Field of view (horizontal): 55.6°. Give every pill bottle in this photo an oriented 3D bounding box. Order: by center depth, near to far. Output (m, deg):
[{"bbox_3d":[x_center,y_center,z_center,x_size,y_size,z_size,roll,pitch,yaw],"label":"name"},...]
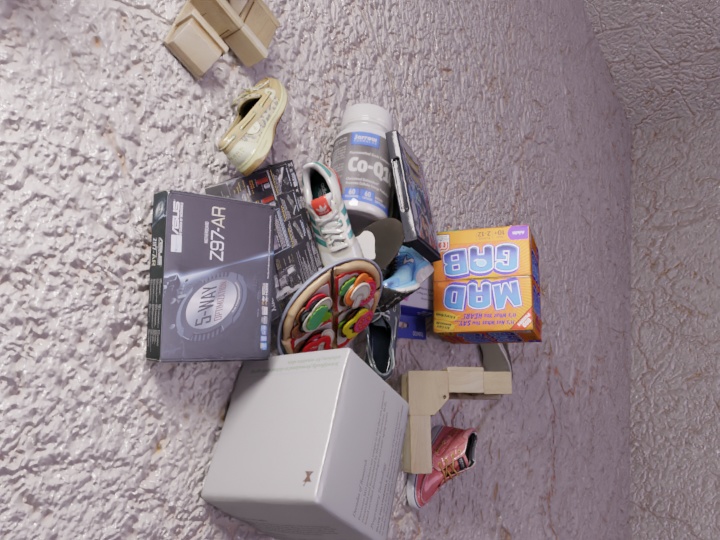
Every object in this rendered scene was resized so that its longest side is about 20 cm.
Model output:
[{"bbox_3d":[0.002,-0.173,1.171,0.113,0.111,0.206,32,58,-49],"label":"pill bottle"}]

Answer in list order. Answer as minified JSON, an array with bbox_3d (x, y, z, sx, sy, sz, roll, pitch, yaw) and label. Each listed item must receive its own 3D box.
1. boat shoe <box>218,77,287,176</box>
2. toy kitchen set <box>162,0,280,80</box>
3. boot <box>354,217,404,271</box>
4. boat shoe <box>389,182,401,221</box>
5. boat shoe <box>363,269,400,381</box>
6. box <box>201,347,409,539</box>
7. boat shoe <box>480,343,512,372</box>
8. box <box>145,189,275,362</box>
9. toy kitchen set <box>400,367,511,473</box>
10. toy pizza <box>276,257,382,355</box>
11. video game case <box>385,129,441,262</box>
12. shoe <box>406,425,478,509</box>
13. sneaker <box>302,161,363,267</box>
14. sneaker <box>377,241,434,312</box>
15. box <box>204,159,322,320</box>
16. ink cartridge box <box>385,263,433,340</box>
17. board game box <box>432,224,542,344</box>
[{"bbox_3d":[-0.152,-0.221,0.968,0.062,0.073,0.203,37,35,-29],"label":"boat shoe"},{"bbox_3d":[-0.162,-0.368,0.899,0.200,0.177,0.167,44,50,-37],"label":"toy kitchen set"},{"bbox_3d":[0.000,0.000,1.114,0.201,0.073,0.076,-49,163,-6],"label":"boot"},{"bbox_3d":[0.064,-0.125,1.270,0.066,0.073,0.202,48,31,-27],"label":"boat shoe"},{"bbox_3d":[0.040,0.093,1.198,0.062,0.070,0.207,128,-33,-74],"label":"boat shoe"},{"bbox_3d":[-0.067,0.238,0.909,0.171,0.195,0.205,46,47,-41],"label":"box"},{"bbox_3d":[0.322,0.184,1.624,0.060,0.071,0.206,-41,114,-46],"label":"boat shoe"},{"bbox_3d":[-0.186,0.011,0.863,0.157,0.043,0.207,6,84,-42],"label":"box"},{"bbox_3d":[0.172,0.287,1.305,0.163,0.193,0.186,119,-28,-74],"label":"toy kitchen set"},{"bbox_3d":[-0.038,0.069,1.026,0.197,0.032,0.203,-29,143,-24],"label":"toy pizza"},{"bbox_3d":[0.094,-0.121,1.173,0.200,0.025,0.186,27,52,-71],"label":"video game case"},{"bbox_3d":[0.163,0.378,1.325,0.201,0.089,0.073,-50,124,-48],"label":"shoe"},{"bbox_3d":[-0.050,-0.072,1.043,0.093,0.068,0.206,23,50,-75],"label":"sneaker"},{"bbox_3d":[0.059,0.004,1.179,0.091,0.078,0.200,55,24,-2],"label":"sneaker"},{"bbox_3d":[-0.132,-0.044,0.999,0.157,0.049,0.206,-33,111,-54],"label":"box"},{"bbox_3d":[0.094,0.029,1.337,0.194,0.042,0.207,11,73,-56],"label":"ink cartridge box"},{"bbox_3d":[0.267,0.038,1.417,0.199,0.194,0.207,31,57,-66],"label":"board game box"}]
